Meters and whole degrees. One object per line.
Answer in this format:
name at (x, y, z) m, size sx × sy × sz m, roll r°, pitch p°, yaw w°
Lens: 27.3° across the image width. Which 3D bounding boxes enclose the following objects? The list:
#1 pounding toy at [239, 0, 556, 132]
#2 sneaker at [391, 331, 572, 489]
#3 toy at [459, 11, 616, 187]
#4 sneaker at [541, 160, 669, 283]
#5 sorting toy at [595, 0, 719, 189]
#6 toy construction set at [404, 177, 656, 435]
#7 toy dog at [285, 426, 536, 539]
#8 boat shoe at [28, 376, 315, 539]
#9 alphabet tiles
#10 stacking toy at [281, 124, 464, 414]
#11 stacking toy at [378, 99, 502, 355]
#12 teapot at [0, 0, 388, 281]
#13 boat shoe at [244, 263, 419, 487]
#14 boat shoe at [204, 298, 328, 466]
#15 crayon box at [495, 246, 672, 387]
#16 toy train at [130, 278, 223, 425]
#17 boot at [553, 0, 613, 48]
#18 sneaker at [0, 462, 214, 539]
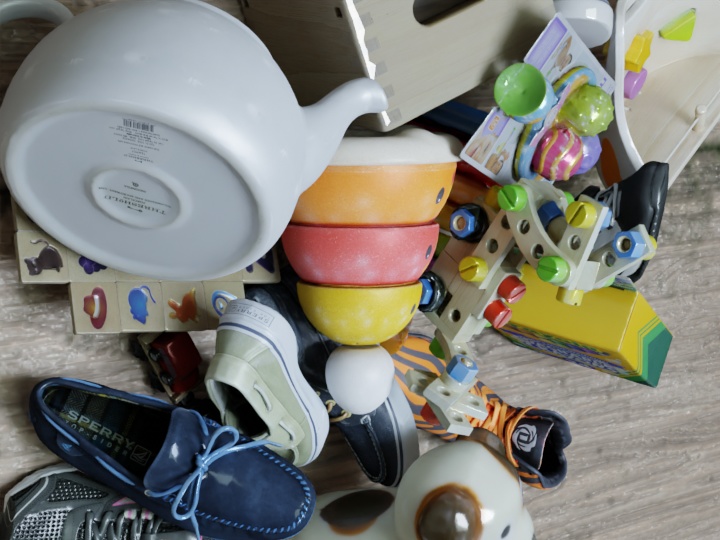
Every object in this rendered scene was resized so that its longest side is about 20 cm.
pounding toy at (0.029, -0.211, 1.045) m, size 0.200 × 0.184 × 0.143 m, roll -29°, pitch 115°, yaw -23°
sneaker at (0.098, 0.111, 1.177) m, size 0.200 × 0.112 × 0.078 m, roll 33°, pitch 76°, yaw -35°
toy at (0.144, -0.100, 1.054) m, size 0.115 × 0.047 × 0.200 m, roll -56°, pitch 155°, yaw 6°
sneaker at (0.188, -0.028, 1.192) m, size 0.088 × 0.200 × 0.074 m, roll 19°, pitch 61°, yaw 1°
sorting toy at (0.242, -0.177, 1.213) m, size 0.200 × 0.107 × 0.180 m, roll -50°, pitch 150°, yaw -22°
toy construction set at (0.101, 0.018, 1.040) m, size 0.200 × 0.131 × 0.092 m, roll -51°, pitch 148°, yaw 10°
toy dog at (0.040, 0.195, 1.084) m, size 0.194 × 0.200 × 0.140 m, roll 52°, pitch 36°, yaw -1°
boat shoe at (-0.126, 0.126, 0.959) m, size 0.199 × 0.069 × 0.084 m, roll 16°, pitch 70°, yaw 2°
alphabet tiles at (-0.141, -0.040, 0.994) m, size 0.200 × 0.006 × 0.167 m, roll 0°, pitch 76°, yaw -39°
stacking toy at (0.000, 0.000, 1.034) m, size 0.146 × 0.146 × 0.201 m, roll -7°, pitch 100°, yaw -38°
stacking toy at (0.050, -0.029, 1.130) m, size 0.116 × 0.110 × 0.200 m, roll 17°, pitch 96°, yaw -61°
teapot at (-0.122, -0.099, 0.911) m, size 0.200 × 0.197 × 0.146 m, roll 42°, pitch 45°, yaw -35°
boat shoe at (-0.027, 0.087, 1.107) m, size 0.091 × 0.071 × 0.201 m, roll -28°, pitch 107°, yaw -32°
boat shoe at (-0.072, 0.092, 1.022) m, size 0.062 × 0.072 × 0.200 m, roll -60°, pitch 157°, yaw -25°
crayon box at (0.163, 0.036, 1.163) m, size 0.200 × 0.125 × 0.052 m, roll 36°, pitch 72°, yaw -65°
toy train at (-0.133, 0.059, 1.027) m, size 0.034 × 0.046 × 0.200 m, roll -37°, pitch 118°, yaw -29°
boot at (0.142, -0.213, 1.126) m, size 0.073 × 0.200 × 0.091 m, roll 7°, pitch 89°, yaw -11°
sneaker at (-0.147, 0.173, 1.008) m, size 0.200 × 0.086 × 0.081 m, roll -1°, pitch 96°, yaw -38°
